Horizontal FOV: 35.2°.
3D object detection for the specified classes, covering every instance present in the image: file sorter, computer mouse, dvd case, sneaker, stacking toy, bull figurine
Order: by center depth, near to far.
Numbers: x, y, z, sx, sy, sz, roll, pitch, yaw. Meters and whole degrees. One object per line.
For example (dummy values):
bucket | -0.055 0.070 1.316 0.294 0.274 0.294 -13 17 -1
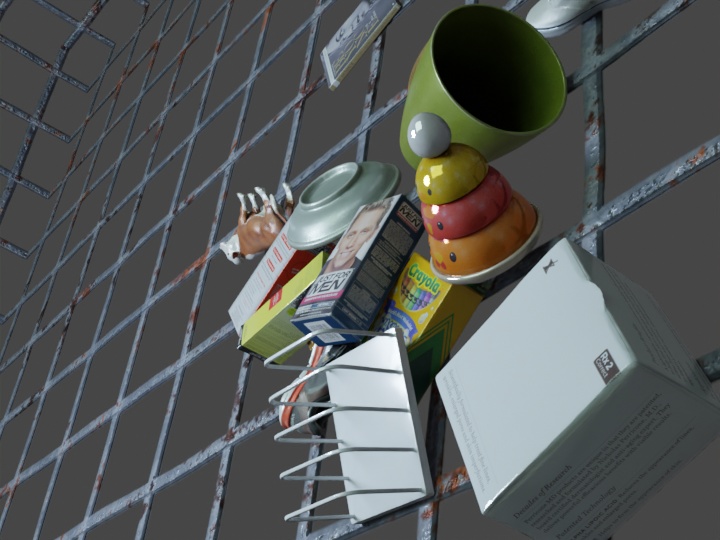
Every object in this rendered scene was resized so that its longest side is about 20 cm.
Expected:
file sorter | -0.022 0.178 1.304 0.139 0.124 0.200 -32 59 43
stacking toy | 0.109 -0.097 1.304 0.146 0.200 0.146 -26 26 14
sneaker | 0.274 -0.360 1.447 0.200 0.071 0.073 -19 48 54
computer mouse | 0.005 0.051 1.488 0.200 0.034 0.059 -51 7 -27
sneaker | -0.026 0.136 1.513 0.082 0.077 0.200 21 75 32
bull figurine | -0.174 -0.078 1.952 0.200 0.065 0.122 -10 88 49
dvd case | -0.003 -0.440 2.084 0.200 0.016 0.149 -49 29 23

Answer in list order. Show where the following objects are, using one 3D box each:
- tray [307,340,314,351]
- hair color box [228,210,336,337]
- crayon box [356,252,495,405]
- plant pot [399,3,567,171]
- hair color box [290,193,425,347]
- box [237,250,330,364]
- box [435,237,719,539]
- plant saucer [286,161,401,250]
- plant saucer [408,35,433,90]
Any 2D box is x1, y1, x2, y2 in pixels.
tray | -0.014 0.020 1.620 0.200 0.037 0.099 -53 27 13
hair color box | -0.125 0.016 1.793 0.200 0.061 0.102 -56 26 11
crayon box | 0.074 0.061 1.405 0.200 0.052 0.126 -58 26 3
plant pot | 0.134 -0.205 1.456 0.200 0.187 0.187 132 155 -57
hair color box | 0.000 0.000 1.469 0.100 0.061 0.200 -13 40 54
box | -0.087 0.058 1.589 0.200 0.075 0.050 -42 32 36
box | 0.195 0.116 1.043 0.200 0.131 0.199 -50 28 21
plant saucer | -0.035 -0.111 1.690 0.200 0.050 0.200 -28 25 14
plant saucer | 0.130 -0.309 1.694 0.200 0.035 0.200 -41 33 34
